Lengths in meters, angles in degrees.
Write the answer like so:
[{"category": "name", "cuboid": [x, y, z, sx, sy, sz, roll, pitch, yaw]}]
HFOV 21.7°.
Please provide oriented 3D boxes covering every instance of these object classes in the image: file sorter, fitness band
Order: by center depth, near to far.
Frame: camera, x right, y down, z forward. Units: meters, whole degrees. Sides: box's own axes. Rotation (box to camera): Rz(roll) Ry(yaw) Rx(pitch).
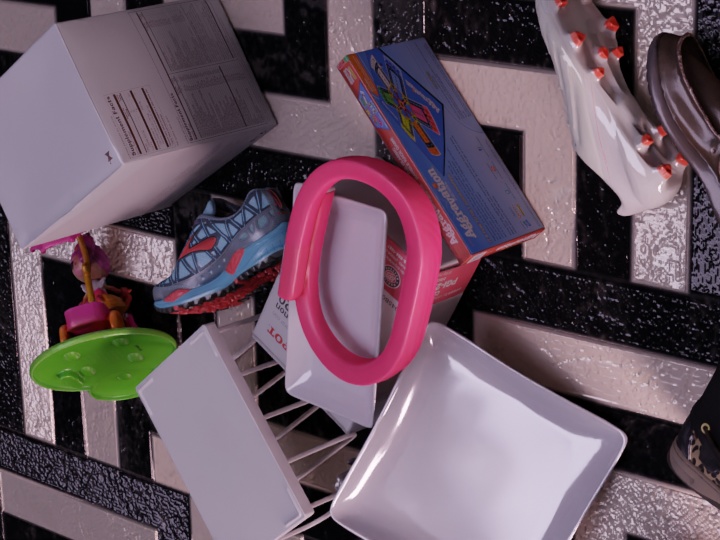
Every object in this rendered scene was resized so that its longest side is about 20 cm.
[{"category": "fitness band", "cuboid": [0.000, 0.000, 1.581, 0.143, 0.037, 0.201, 28, 121, 30]}, {"category": "file sorter", "cuboid": [-0.094, 0.154, 1.798, 0.139, 0.124, 0.201, -40, 75, 44]}]

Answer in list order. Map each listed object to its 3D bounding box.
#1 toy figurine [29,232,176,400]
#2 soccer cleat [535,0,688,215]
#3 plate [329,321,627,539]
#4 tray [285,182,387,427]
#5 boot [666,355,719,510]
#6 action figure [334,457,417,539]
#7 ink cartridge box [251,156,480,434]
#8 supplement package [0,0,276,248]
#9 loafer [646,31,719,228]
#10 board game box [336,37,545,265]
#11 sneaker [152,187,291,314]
[{"category": "toy figurine", "cuboid": [-0.271, 0.019, 1.935, 0.149, 0.200, 0.185, -16, 68, 6]}, {"category": "soccer cleat", "cuboid": [0.184, -0.136, 1.489, 0.077, 0.069, 0.201, -35, 82, 46]}, {"category": "plate", "cuboid": [0.101, 0.175, 1.622, 0.199, 0.032, 0.201, 30, 100, 10]}, {"category": "tray", "cuboid": [-0.017, 0.029, 1.642, 0.107, 0.022, 0.202, 19, 115, 36]}, {"category": "boot", "cuboid": [0.334, 0.131, 1.430, 0.200, 0.073, 0.152, 36, 125, 36]}, {"category": "action figure", "cuboid": [0.043, 0.209, 1.703, 0.118, 0.102, 0.201, 31, 124, 17]}, {"category": "ink cartridge box", "cuboid": [0.002, 0.023, 1.696, 0.146, 0.084, 0.201, 44, 130, 25]}, {"category": "supplement package", "cuboid": [-0.229, -0.142, 1.779, 0.191, 0.199, 0.148, -33, 81, 43]}, {"category": "loafer", "cuboid": [0.284, -0.097, 1.412, 0.071, 0.073, 0.201, -30, 87, 33]}, {"category": "board game box", "cuboid": [0.068, -0.103, 1.580, 0.019, 0.103, 0.201, -42, 74, 42]}, {"category": "sneaker", "cuboid": [-0.131, -0.020, 1.827, 0.199, 0.079, 0.096, -26, 72, 38]}]
